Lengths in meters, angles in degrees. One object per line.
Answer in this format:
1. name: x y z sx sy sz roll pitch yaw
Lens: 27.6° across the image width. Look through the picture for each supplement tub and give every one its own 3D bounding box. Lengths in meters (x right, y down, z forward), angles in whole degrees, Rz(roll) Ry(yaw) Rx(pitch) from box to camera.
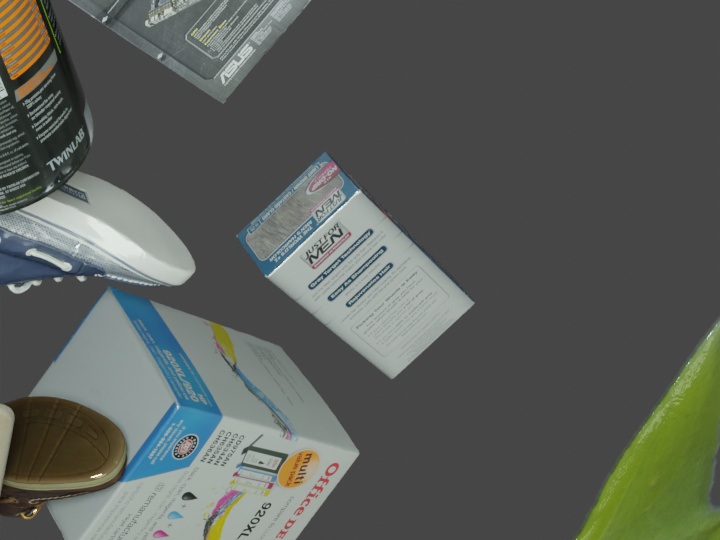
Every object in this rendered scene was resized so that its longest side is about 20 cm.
1. supplement tub: -0.237 -0.138 0.847 0.122 0.123 0.200 -26 137 -14

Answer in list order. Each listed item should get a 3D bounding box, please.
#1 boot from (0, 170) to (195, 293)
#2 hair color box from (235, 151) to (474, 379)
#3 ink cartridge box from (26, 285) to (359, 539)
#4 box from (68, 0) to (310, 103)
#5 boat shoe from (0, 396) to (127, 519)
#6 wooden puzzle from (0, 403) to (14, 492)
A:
1. boot: -0.214 -0.020 1.019 0.090 0.073 0.200 -44 132 18
2. hair color box: 0.000 0.000 1.186 0.100 0.061 0.200 -43 139 4
3. ink cartridge box: -0.135 0.133 1.142 0.200 0.145 0.147 22 111 -46
4. box: -0.085 -0.224 0.936 0.200 0.048 0.158 -49 136 11
5. boat shoe: -0.249 0.141 1.060 0.199 0.072 0.072 -3 139 20
6. wooden puzzle: -0.341 0.125 1.011 0.199 0.046 0.186 19 121 2
